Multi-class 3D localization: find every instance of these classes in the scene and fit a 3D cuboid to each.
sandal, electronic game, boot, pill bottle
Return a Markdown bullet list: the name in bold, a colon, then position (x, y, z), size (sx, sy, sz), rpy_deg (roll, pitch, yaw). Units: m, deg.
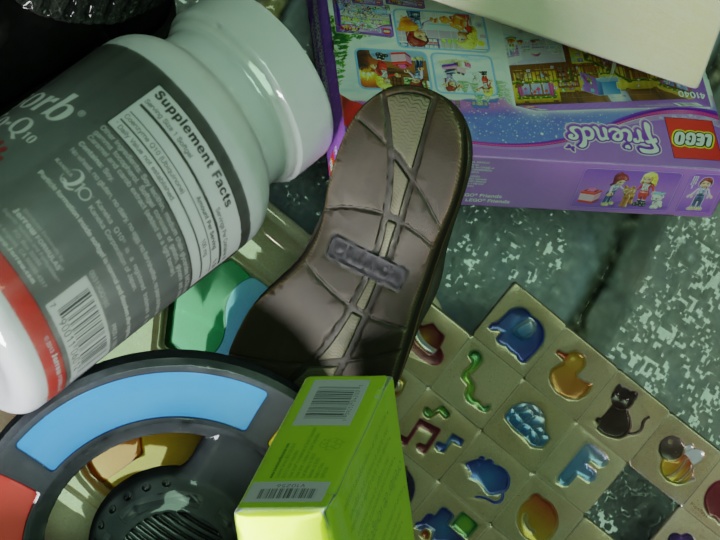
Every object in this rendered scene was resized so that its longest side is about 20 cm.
- **sandal**: position (0.000, 0.000, 1.002), size (0.081, 0.055, 0.201), rpy_deg (27, 113, 13)
- **electronic game**: position (-0.090, 0.132, 1.006), size (0.198, 0.042, 0.202), rpy_deg (-3, 112, -7)
- **boot**: position (-0.157, -0.137, 0.962), size (0.210, 0.158, 0.080), rpy_deg (-30, 77, -29)
- **pill bottle**: position (-0.114, -0.036, 0.975), size (0.200, 0.116, 0.116), rpy_deg (-39, 95, -24)

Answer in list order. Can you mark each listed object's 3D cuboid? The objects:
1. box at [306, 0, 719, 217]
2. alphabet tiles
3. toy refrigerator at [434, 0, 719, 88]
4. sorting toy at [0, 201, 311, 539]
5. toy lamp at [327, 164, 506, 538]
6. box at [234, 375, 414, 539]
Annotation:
- **box**: position (0.077, -0.095, 1.063), size (0.198, 0.039, 0.138), rpy_deg (3, 52, -13)
- **alphabet tiles**: position (0.074, 0.111, 1.039), size (0.200, 0.008, 0.168), rpy_deg (39, 100, -2)
- **toy refrigerator**: position (0.079, -0.153, 1.028), size (0.198, 0.076, 0.071), rpy_deg (18, 109, 0)
- **sorting toy**: position (-0.124, 0.029, 1.042), size (0.185, 0.036, 0.201), rpy_deg (38, 79, -8)
- **toy lamp**: position (0.036, 0.035, 1.069), size (0.058, 0.058, 0.202), rpy_deg (-17, 91, -14)
- **box**: position (-0.005, 0.163, 0.952), size (0.047, 0.122, 0.202), rpy_deg (-2, 114, 15)
